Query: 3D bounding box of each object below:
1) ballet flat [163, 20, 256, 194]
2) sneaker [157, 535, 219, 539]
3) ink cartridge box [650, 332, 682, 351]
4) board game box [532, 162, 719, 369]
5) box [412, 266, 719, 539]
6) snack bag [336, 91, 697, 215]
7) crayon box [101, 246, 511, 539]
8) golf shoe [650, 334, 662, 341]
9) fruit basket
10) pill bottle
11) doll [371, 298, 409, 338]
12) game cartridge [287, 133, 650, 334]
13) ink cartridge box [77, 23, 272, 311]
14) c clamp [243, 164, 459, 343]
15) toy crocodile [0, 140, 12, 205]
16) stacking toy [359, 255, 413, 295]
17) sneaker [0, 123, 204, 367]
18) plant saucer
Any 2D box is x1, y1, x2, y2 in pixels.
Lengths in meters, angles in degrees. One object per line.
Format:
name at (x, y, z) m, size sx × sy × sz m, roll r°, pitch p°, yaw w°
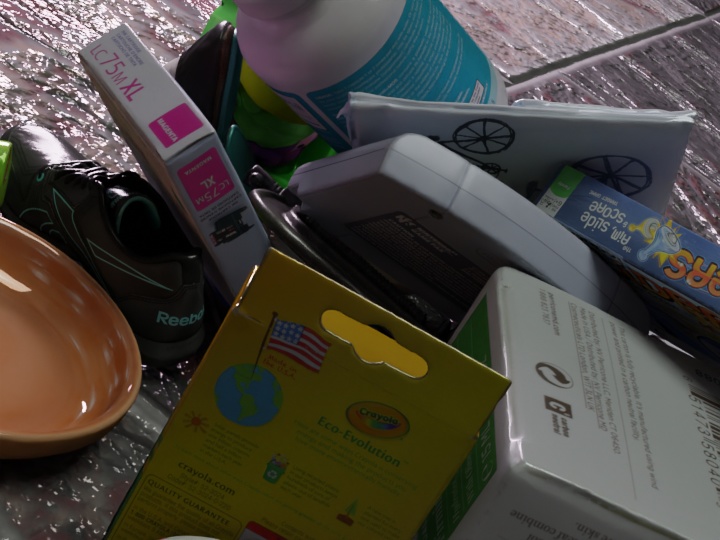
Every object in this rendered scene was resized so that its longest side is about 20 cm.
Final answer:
ballet flat at (-0.106, -0.091, 1.083) m, size 0.068 × 0.200 × 0.068 m, roll 8°, pitch 62°, yaw 3°
sneaker at (-0.036, 0.195, 0.736) m, size 0.200 × 0.074 × 0.087 m, roll 42°, pitch 21°, yaw 11°
ink cartridge box at (0.220, 0.093, 1.188) m, size 0.199 × 0.083 × 0.146 m, roll 20°, pitch 28°, yaw -22°
board game box at (0.201, 0.022, 0.956) m, size 0.200 × 0.035 × 0.135 m, roll 33°, pitch -8°, yaw 36°
box at (0.117, 0.144, 0.883) m, size 0.199 × 0.172 × 0.199 m, roll 25°, pitch 26°, yaw -11°
snack bag at (0.088, -0.052, 1.012) m, size 0.199 × 0.189 × 0.022 m, roll 4°, pitch 65°, yaw 3°
crayon box at (-0.028, 0.088, 0.790) m, size 0.127 × 0.200 × 0.051 m, roll 29°, pitch 26°, yaw -5°
golf shoe at (0.185, 0.145, 1.049) m, size 0.201 × 0.092 × 0.073 m, roll 67°, pitch 20°, yaw 5°
fruit basket at (-0.033, -0.152, 1.186) m, size 0.155 × 0.216 × 0.216 m, roll 23°, pitch 25°, yaw -36°
pill bottle at (0.000, -0.133, 1.013) m, size 0.200 × 0.111 × 0.111 m, roll 42°, pitch 10°, yaw -48°
doll at (0.032, 0.054, 1.091) m, size 0.199 × 0.049 × 0.137 m, roll 19°, pitch 31°, yaw -13°
game cartridge at (0.067, -0.008, 0.972) m, size 0.200 × 0.041 × 0.133 m, roll 35°, pitch -17°, yaw -24°
ink cartridge box at (-0.092, -0.039, 0.994) m, size 0.119 × 0.042 × 0.200 m, roll 50°, pitch -13°, yaw 40°
c clamp at (0.000, 0.000, 1.027) m, size 0.200 × 0.027 × 0.171 m, roll 42°, pitch 5°, yaw 9°
toy crocodile at (-0.234, -0.074, 0.953) m, size 0.067 × 0.062 × 0.200 m, roll 10°, pitch -1°, yaw -6°
stacking toy at (0.029, -0.039, 1.197) m, size 0.085 × 0.086 × 0.200 m, roll 30°, pitch 9°, yaw -2°
sneaker at (-0.149, -0.034, 1.002) m, size 0.075 × 0.079 × 0.200 m, roll -20°, pitch 53°, yaw -37°
plant saucer at (-0.211, 0.031, 0.881) m, size 0.199 × 0.038 × 0.200 m, roll 25°, pitch 26°, yaw -13°
